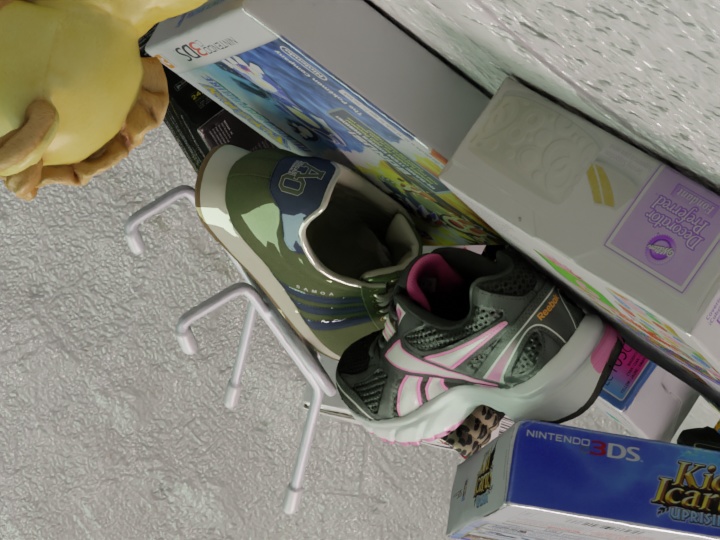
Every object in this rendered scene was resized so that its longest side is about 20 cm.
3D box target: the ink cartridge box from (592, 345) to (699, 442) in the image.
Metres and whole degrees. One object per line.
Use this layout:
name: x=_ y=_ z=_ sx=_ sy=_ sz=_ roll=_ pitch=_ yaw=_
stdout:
ink cartridge box: x=0.150 y=0.038 z=1.315 sx=0.199 sy=0.077 sz=0.136 roll=33 pitch=177 yaw=27

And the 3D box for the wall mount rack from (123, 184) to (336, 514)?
wall mount rack: x=-0.072 y=0.045 z=1.096 sx=0.174 sy=0.074 sz=0.200 roll=59 pitch=178 yaw=-39

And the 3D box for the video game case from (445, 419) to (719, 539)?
video game case: x=0.155 y=0.122 z=0.895 sx=0.198 sy=0.046 sz=0.181 roll=10 pitch=165 yaw=-4

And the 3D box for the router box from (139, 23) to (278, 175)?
router box: x=-0.078 y=-0.074 z=1.143 sx=0.149 sy=0.051 sz=0.200 roll=48 pitch=171 yaw=43

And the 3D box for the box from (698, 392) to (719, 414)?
box: x=0.280 y=0.114 z=1.035 sx=0.158 sy=0.051 sz=0.200 roll=42 pitch=-178 yaw=32

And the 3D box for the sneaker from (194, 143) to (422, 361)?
sneaker: x=0.000 y=0.000 z=0.968 sx=0.089 sy=0.067 sz=0.200 roll=3 pitch=152 yaw=39

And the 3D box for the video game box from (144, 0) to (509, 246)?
video game box: x=-0.002 y=-0.083 z=0.925 sx=0.199 sy=0.047 sz=0.182 roll=35 pitch=170 yaw=-17

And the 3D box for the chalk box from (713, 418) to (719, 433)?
chalk box: x=0.335 y=0.196 z=1.299 sx=0.200 sy=0.125 sz=0.124 roll=37 pitch=177 yaw=-38

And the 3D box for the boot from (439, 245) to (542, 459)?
boot: x=0.084 y=0.033 z=1.067 sx=0.073 sy=0.154 sz=0.204 roll=33 pitch=179 yaw=7

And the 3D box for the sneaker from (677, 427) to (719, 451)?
sneaker: x=0.196 y=0.197 z=1.059 sx=0.086 sy=0.202 sz=0.080 roll=-4 pitch=180 yaw=-4

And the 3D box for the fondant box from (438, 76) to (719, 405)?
fondant box: x=0.140 y=0.005 z=0.808 sx=0.144 sy=0.058 sz=0.200 roll=35 pitch=180 yaw=36

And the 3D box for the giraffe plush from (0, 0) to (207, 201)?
giraffe plush: x=-0.122 y=-0.116 z=0.732 sx=0.199 sy=0.163 sz=0.173 roll=35 pitch=179 yaw=18

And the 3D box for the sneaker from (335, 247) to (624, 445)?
sneaker: x=0.045 y=0.027 z=0.896 sx=0.086 sy=0.080 sz=0.200 roll=50 pitch=147 yaw=-16

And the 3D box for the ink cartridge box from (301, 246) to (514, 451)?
ink cartridge box: x=0.055 y=0.040 z=1.168 sx=0.084 sy=0.146 sz=0.200 roll=8 pitch=172 yaw=29
